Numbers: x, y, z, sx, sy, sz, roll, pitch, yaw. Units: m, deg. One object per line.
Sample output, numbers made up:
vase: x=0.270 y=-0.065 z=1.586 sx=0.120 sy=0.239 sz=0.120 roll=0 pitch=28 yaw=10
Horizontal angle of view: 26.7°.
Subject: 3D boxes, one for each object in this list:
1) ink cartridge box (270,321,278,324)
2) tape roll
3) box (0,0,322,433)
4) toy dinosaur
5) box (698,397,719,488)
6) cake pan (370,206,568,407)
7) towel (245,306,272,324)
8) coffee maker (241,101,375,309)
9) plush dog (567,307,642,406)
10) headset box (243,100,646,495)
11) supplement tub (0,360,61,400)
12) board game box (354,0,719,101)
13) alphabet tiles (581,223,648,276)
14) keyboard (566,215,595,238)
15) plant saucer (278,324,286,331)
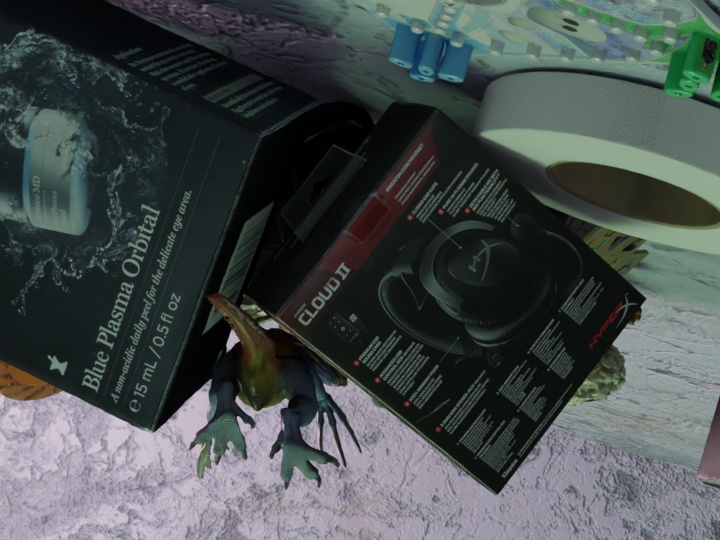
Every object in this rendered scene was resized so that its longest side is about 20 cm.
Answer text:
ink cartridge box: x=-0.064 y=-0.007 z=1.356 sx=0.147 sy=0.086 sz=0.200 roll=13 pitch=-172 yaw=28
tape roll: x=0.161 y=-0.058 z=0.867 sx=0.202 sy=0.037 sz=0.203 roll=18 pitch=173 yaw=3
box: x=-0.158 y=-0.044 z=0.895 sx=0.199 sy=0.197 sz=0.117 roll=25 pitch=-159 yaw=8
toy dinosaur: x=-0.044 y=0.062 z=0.948 sx=0.105 sy=0.201 sz=0.182 roll=8 pitch=-149 yaw=-2
box: x=0.383 y=0.123 z=1.160 sx=0.199 sy=0.149 sz=0.107 roll=21 pitch=172 yaw=-24
cake pan: x=0.066 y=0.007 z=1.027 sx=0.037 sy=0.200 sz=0.200 roll=42 pitch=179 yaw=17
towel: x=-0.160 y=0.005 z=1.195 sx=0.199 sy=0.133 sz=0.035 roll=-10 pitch=129 yaw=3
coffee maker: x=-0.094 y=-0.053 z=1.026 sx=0.199 sy=0.135 sz=0.192 roll=-9 pitch=123 yaw=39
plush dog: x=0.133 y=0.026 z=1.260 sx=0.199 sy=0.161 sz=0.172 roll=-3 pitch=159 yaw=-14
headset box: x=0.043 y=0.009 z=0.882 sx=0.200 sy=0.149 sz=0.077 roll=39 pitch=175 yaw=-20
supplement tub: x=-0.269 y=-0.006 z=1.113 sx=0.200 sy=0.123 sz=0.122 roll=50 pitch=-169 yaw=32
board game box: x=0.047 y=-0.128 z=0.683 sx=0.200 sy=0.026 sz=0.200 roll=11 pitch=169 yaw=42
alphabet tiles: x=0.120 y=0.031 z=1.054 sx=0.166 sy=0.200 sz=0.006 roll=-5 pitch=-126 yaw=-56
keyboard: x=0.126 y=0.022 z=1.154 sx=0.056 sy=0.011 sz=0.200 roll=16 pitch=133 yaw=-15
plant saucer: x=0.000 y=0.000 z=1.120 sx=0.035 sy=0.200 sz=0.200 roll=43 pitch=167 yaw=-10
